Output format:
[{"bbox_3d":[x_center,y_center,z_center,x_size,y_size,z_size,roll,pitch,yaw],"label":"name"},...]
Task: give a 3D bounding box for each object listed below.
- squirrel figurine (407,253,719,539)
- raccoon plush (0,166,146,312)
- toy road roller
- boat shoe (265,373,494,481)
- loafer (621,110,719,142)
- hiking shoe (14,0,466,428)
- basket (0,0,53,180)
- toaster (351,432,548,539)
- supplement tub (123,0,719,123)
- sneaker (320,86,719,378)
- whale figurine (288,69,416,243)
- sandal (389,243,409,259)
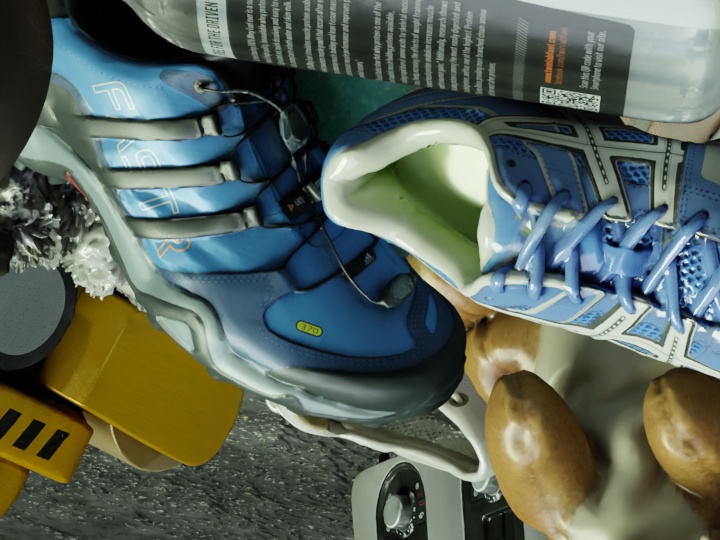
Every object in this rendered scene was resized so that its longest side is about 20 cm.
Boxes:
[{"bbox_3d":[0.104,0.093,0.963,0.141,0.188,0.200,-10,153,5],"label":"squirrel figurine"},{"bbox_3d":[-0.146,-0.055,1.107,0.200,0.097,0.134,33,-175,30],"label":"raccoon plush"},{"bbox_3d":[-0.165,0.058,1.224,0.123,0.147,0.200,22,174,43],"label":"toy road roller"},{"bbox_3d":[-0.012,0.034,1.159,0.199,0.069,0.071,19,127,33],"label":"boat shoe"},{"bbox_3d":[0.096,-0.056,0.972,0.063,0.072,0.200,25,149,-8],"label":"loafer"},{"bbox_3d":[-0.042,-0.032,0.861,0.200,0.074,0.087,40,137,2],"label":"hiking shoe"},{"bbox_3d":[-0.164,-0.091,0.729,0.179,0.137,0.200,-2,160,15],"label":"basket"},{"bbox_3d":[0.115,0.141,1.331,0.199,0.119,0.181,11,159,-28],"label":"toaster"},{"bbox_3d":[0.014,-0.114,0.785,0.199,0.123,0.123,8,158,5],"label":"supplement tub"},{"bbox_3d":[0.075,-0.005,0.799,0.199,0.076,0.077,18,-155,37],"label":"sneaker"},{"bbox_3d":[-0.029,-0.072,0.931,0.199,0.104,0.159,14,158,-4],"label":"whale figurine"},{"bbox_3d":[-0.007,-0.003,1.003,0.079,0.206,0.060,25,121,24],"label":"sandal"}]
